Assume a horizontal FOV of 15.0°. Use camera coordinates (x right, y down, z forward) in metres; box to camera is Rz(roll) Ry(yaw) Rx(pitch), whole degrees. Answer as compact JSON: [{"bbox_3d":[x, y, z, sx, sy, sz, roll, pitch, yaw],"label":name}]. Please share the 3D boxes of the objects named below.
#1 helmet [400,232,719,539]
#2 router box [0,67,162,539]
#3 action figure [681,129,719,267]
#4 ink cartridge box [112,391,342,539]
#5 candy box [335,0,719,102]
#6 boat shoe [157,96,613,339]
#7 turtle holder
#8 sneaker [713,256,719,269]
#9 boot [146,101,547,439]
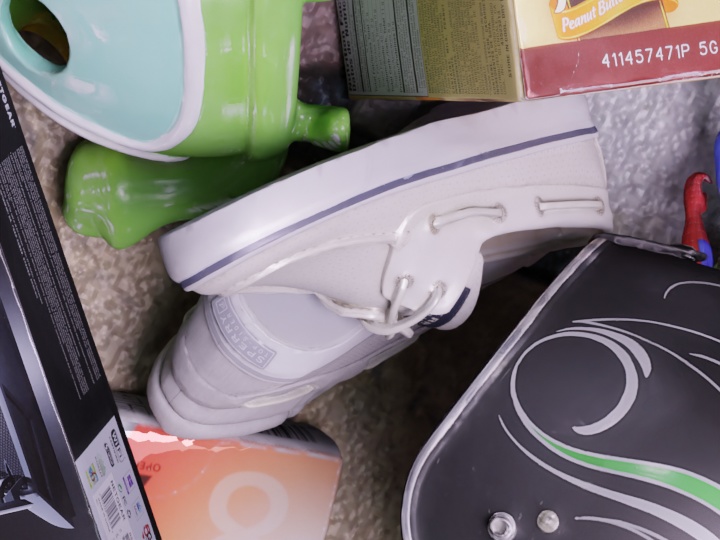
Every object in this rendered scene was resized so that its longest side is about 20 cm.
[{"bbox_3d":[0.115,0.104,0.986,0.190,0.200,0.200,37,91,7],"label":"helmet"},{"bbox_3d":[-0.175,0.040,0.978,0.156,0.052,0.201,-12,105,17],"label":"router box"},{"bbox_3d":[0.162,-0.027,1.089,0.065,0.052,0.202,7,80,-5],"label":"action figure"},{"bbox_3d":[-0.108,0.148,1.077,0.161,0.050,0.201,10,98,-20],"label":"ink cartridge box"},{"bbox_3d":[0.074,-0.093,0.989,0.115,0.200,0.056,-8,95,-16],"label":"candy box"},{"bbox_3d":[0.017,-0.011,0.977,0.199,0.071,0.070,-18,87,-44],"label":"boat shoe"},{"bbox_3d":[-0.071,-0.104,0.990,0.131,0.186,0.142,0,69,-5],"label":"turtle holder"},{"bbox_3d":[0.147,0.031,1.128,0.199,0.077,0.089,-15,95,-20],"label":"sneaker"},{"bbox_3d":[0.000,0.000,1.066,0.199,0.096,0.074,-26,79,-40],"label":"boot"}]
